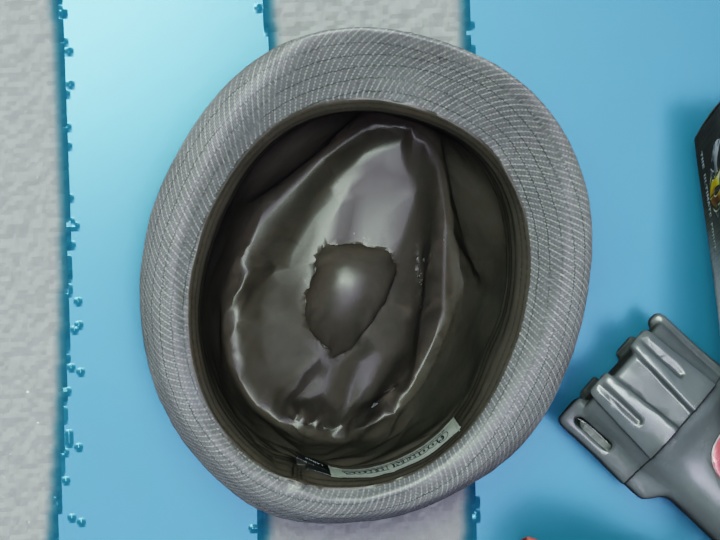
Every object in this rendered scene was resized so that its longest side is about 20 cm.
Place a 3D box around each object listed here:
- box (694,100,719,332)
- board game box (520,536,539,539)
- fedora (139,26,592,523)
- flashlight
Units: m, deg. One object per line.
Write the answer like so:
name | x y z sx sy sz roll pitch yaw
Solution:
box | 0.228 0.028 1.160 0.157 0.048 0.201 -2 73 -10
board game box | 0.147 0.193 1.200 0.199 0.019 0.104 19 77 -6
fedora | 0.000 0.000 1.154 0.176 0.090 0.201 11 98 -4
flashlight | 0.181 0.101 1.185 0.200 0.068 0.068 44 128 2
